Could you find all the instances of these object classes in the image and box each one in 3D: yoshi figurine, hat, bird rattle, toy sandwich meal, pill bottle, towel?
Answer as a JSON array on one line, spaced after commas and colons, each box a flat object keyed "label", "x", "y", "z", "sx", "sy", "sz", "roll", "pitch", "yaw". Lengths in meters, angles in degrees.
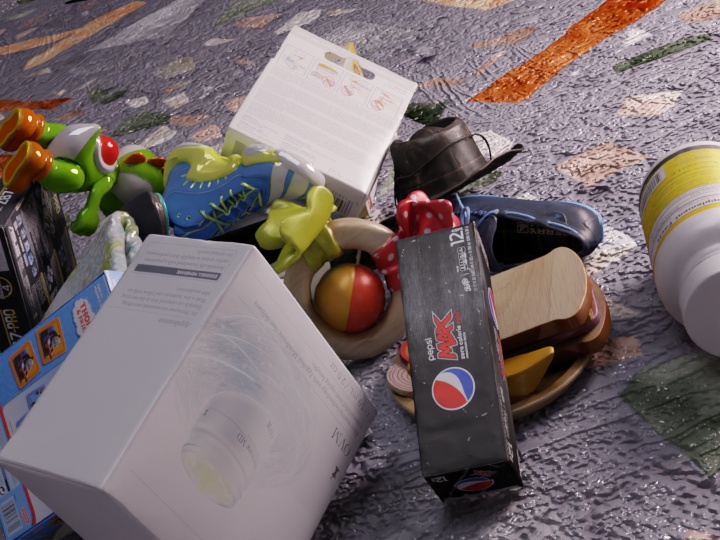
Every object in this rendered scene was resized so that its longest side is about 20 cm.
[{"label": "yoshi figurine", "x": -0.285, "y": -0.095, "z": 1.294, "sx": 0.198, "sy": 0.114, "sz": 0.111, "roll": 15, "pitch": 2, "yaw": -39}, {"label": "hat", "x": 0.073, "y": -0.112, "z": 1.297, "sx": 0.199, "sy": 0.082, "sz": 0.201, "roll": -31, "pitch": 1, "yaw": 1}, {"label": "bird rattle", "x": 0.000, "y": 0.000, "z": 1.139, "sx": 0.197, "sy": 0.166, "sz": 0.113, "roll": 8, "pitch": 10, "yaw": -17}, {"label": "toy sandwich meal", "x": 0.113, "y": 0.055, "z": 1.049, "sx": 0.202, "sy": 0.071, "sz": 0.206, "roll": -16, "pitch": 27, "yaw": 8}, {"label": "pill bottle", "x": 0.293, "y": -0.017, "z": 1.018, "sx": 0.109, "sy": 0.113, "sz": 0.201, "roll": -12, "pitch": 28, "yaw": 13}, {"label": "towel", "x": -0.251, "y": 0.069, "z": 1.157, "sx": 0.171, "sy": 0.048, "sz": 0.202, "roll": -48, "pitch": 38, "yaw": 27}]

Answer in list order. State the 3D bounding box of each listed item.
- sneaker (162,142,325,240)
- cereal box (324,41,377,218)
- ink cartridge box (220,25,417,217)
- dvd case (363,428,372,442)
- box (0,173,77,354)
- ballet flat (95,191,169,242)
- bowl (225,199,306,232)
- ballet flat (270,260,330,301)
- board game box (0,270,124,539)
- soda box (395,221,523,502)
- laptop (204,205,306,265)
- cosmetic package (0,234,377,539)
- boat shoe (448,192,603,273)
[{"label": "sneaker", "x": -0.123, "y": -0.065, "z": 1.213, "sx": 0.198, "sy": 0.075, "sz": 0.107, "roll": 7, "pitch": 71, "yaw": 40}, {"label": "cereal box", "x": -0.015, "y": -0.168, "z": 1.464, "sx": 0.039, "sy": 0.146, "sz": 0.201, "roll": -12, "pitch": 27, "yaw": 14}, {"label": "ink cartridge box", "x": -0.041, "y": -0.161, "z": 1.319, "sx": 0.159, "sy": 0.050, "sz": 0.201, "roll": 25, "pitch": 45, "yaw": -1}, {"label": "dvd case", "x": -0.105, "y": 0.096, "z": 1.039, "sx": 0.147, "sy": 0.016, "sz": 0.201, "roll": -30, "pitch": 70, "yaw": -20}, {"label": "box", "x": -0.346, "y": 0.005, "z": 1.302, "sx": 0.048, "sy": 0.203, "sz": 0.162, "roll": -3, "pitch": 30, "yaw": 8}, {"label": "ballet flat", "x": -0.238, "y": -0.022, "z": 1.261, "sx": 0.072, "sy": 0.074, "sz": 0.200, "roll": -31, "pitch": -7, "yaw": -21}, {"label": "bowl", "x": -0.126, "y": -0.081, "z": 1.352, "sx": 0.198, "sy": 0.092, "sz": 0.201, "roll": -25, "pitch": 1, "yaw": 0}, {"label": "ballet flat", "x": -0.110, "y": 0.051, "z": 1.215, "sx": 0.198, "sy": 0.068, "sz": 0.064, "roll": -30, "pitch": 29, "yaw": -4}, {"label": "board game box", "x": -0.244, "y": 0.117, "z": 1.030, "sx": 0.199, "sy": 0.153, "sz": 0.036, "roll": -34, "pitch": -22, "yaw": 27}, {"label": "soda box", "x": 0.075, "y": 0.069, "z": 0.953, "sx": 0.070, "sy": 0.063, "sz": 0.203, "roll": -13, "pitch": 60, "yaw": 13}, {"label": "laptop", "x": -0.152, "y": -0.014, "z": 1.271, "sx": 0.185, "sy": 0.118, "sz": 0.199, "roll": -19, "pitch": 24, "yaw": -25}, {"label": "cosmetic package", "x": -0.114, "y": 0.118, "z": 0.890, "sx": 0.122, "sy": 0.200, "sz": 0.202, "roll": 7, "pitch": 55, "yaw": 40}, {"label": "boat shoe", "x": 0.132, "y": -0.037, "z": 1.190, "sx": 0.197, "sy": 0.085, "sz": 0.069, "roll": -9, "pitch": 17, "yaw": 25}]
